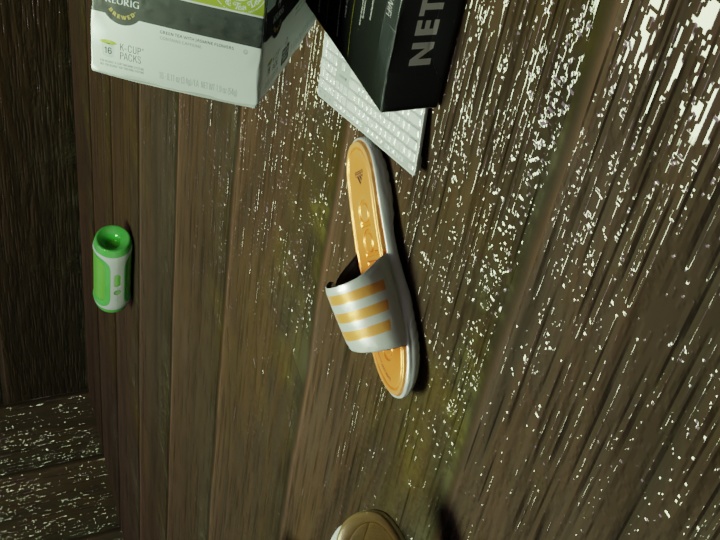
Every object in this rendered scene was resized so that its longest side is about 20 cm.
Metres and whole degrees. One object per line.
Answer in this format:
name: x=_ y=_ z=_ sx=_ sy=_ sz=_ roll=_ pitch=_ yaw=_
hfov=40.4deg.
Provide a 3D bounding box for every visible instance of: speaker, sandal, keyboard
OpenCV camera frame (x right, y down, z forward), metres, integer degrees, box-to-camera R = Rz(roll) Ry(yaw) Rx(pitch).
speaker: x=-0.528 y=-0.001 z=2.081 sx=0.202 sy=0.087 sz=0.089 roll=107 pitch=147 yaw=-47
sandal: x=-0.003 y=0.001 z=0.783 sx=0.079 sy=0.058 sz=0.211 roll=159 pitch=102 yaw=-68
keyboard: x=0.005 y=-0.138 z=0.777 sx=0.200 sy=0.010 sz=0.057 roll=-131 pitch=39 yaw=-54

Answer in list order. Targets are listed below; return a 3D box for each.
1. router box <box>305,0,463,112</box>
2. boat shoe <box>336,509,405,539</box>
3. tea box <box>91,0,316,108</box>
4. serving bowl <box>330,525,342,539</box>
router box: x=0.020 y=-0.231 z=0.647 sx=0.202 sy=0.050 sz=0.150 roll=102 pitch=149 yaw=-42
boat shoe: x=0.036 y=0.278 z=0.767 sx=0.204 sy=0.071 sz=0.072 roll=68 pitch=-164 yaw=-2
tea box: x=-0.100 y=-0.261 z=0.715 sx=0.201 sy=0.131 sz=0.200 roll=-71 pitch=-8 yaw=-55
serving bowl: x=-0.005 y=0.333 z=0.861 sx=0.200 sy=0.064 sz=0.205 roll=-167 pitch=90 yaw=-82
